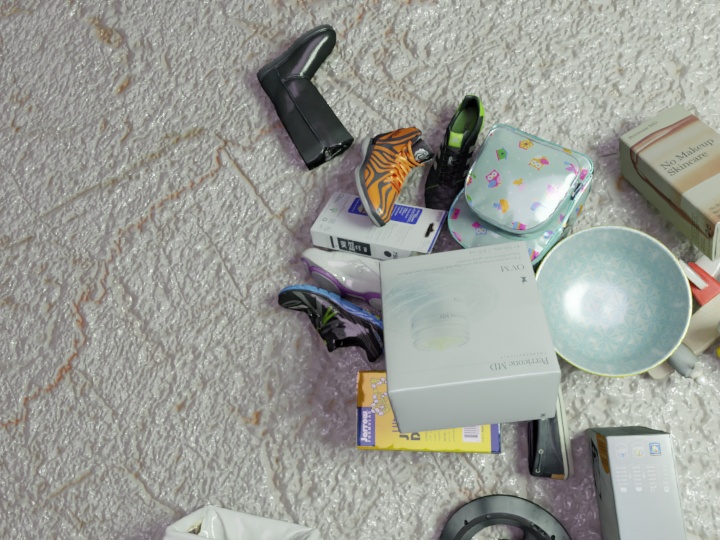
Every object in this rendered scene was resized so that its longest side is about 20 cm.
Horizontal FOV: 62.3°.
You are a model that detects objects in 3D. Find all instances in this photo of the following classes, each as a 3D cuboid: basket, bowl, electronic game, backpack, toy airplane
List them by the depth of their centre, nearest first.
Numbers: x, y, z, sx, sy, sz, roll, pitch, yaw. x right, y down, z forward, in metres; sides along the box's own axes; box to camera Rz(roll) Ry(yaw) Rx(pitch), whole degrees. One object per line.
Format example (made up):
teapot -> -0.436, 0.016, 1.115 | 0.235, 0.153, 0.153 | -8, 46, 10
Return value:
toy airplane -> 0.488, 0.060, 0.781 | 0.198, 0.141, 0.202 | 4, 94, 33
electronic game -> 0.203, 0.415, 0.829 | 0.198, 0.042, 0.202 | -1, 86, 17
bowl -> 0.341, 0.048, 0.833 | 0.198, 0.108, 0.202 | -3, 79, 15
basket -> -0.176, 0.436, 0.865 | 0.198, 0.136, 0.125 | 6, 85, 14
backpack -> 0.225, -0.096, 0.867 | 0.175, 0.153, 0.201 | 29, 97, 20

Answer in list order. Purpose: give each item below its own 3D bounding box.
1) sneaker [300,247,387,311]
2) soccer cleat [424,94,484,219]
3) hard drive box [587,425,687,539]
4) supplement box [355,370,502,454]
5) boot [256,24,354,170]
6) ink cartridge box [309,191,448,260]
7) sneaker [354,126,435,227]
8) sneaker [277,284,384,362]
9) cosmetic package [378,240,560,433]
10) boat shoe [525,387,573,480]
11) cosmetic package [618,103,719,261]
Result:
sneaker -> 0.000, 0.000, 0.952 | 0.199, 0.075, 0.100 | 21, 62, 18
soccer cleat -> 0.144, -0.178, 0.935 | 0.067, 0.081, 0.202 | 17, 86, 15
hard drive box -> 0.351, 0.306, 0.758 | 0.076, 0.156, 0.202 | -6, 77, 12
supplement box -> 0.101, 0.200, 0.858 | 0.198, 0.109, 0.111 | -2, 79, 12
boot -> -0.069, -0.294, 1.014 | 0.164, 0.066, 0.201 | -34, 71, 13
ink cartridge box -> 0.030, -0.066, 0.932 | 0.198, 0.039, 0.100 | 13, 50, 22
sneaker -> 0.056, -0.158, 0.913 | 0.111, 0.078, 0.201 | -18, 46, 21
sneaker -> -0.048, 0.081, 0.935 | 0.198, 0.071, 0.083 | 25, 79, 13
cosmetic package -> 0.133, 0.085, 0.770 | 0.198, 0.123, 0.201 | -9, 52, 7
boat shoe -> 0.252, 0.195, 0.845 | 0.062, 0.075, 0.202 | -8, 83, 5
cosmetic package -> 0.456, -0.124, 0.812 | 0.103, 0.087, 0.201 | -31, 48, 5
